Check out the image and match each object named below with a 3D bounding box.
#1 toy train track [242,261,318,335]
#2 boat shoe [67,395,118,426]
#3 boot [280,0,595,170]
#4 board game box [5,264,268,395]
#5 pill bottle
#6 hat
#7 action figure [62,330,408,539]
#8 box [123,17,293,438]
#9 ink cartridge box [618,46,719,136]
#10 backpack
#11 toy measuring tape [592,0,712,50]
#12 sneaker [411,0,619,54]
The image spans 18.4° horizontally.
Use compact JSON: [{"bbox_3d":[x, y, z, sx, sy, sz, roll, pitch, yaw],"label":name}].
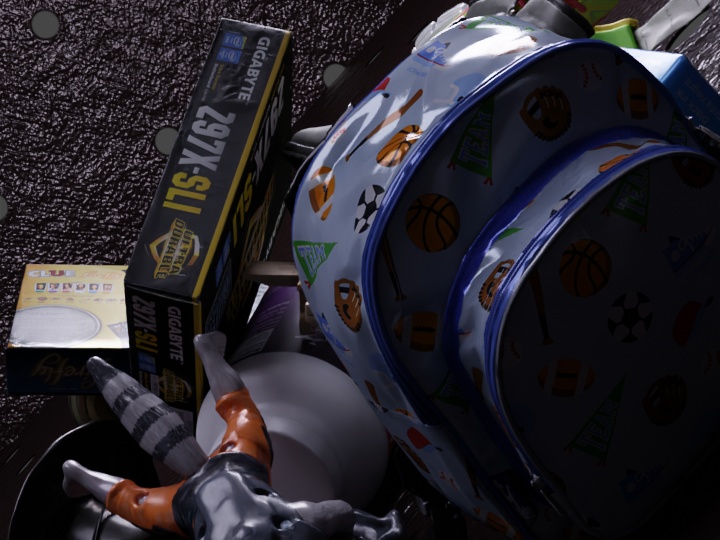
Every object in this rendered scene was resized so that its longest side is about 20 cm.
[{"bbox_3d":[0.000,0.000,1.291,0.114,0.033,0.200,2,20,11],"label":"toy train track"},{"bbox_3d":[-0.094,0.082,1.497,0.198,0.076,0.074,-10,7,-23],"label":"boat shoe"},{"bbox_3d":[0.048,-0.097,1.281,0.199,0.068,0.131,6,64,51],"label":"boot"},{"bbox_3d":[-0.126,0.038,1.458,0.136,0.198,0.035,-95,7,-67],"label":"board game box"},{"bbox_3d":[-0.028,0.077,1.290,0.112,0.112,0.200,-43,10,27],"label":"pill bottle"},{"bbox_3d":[-0.140,0.187,1.382,0.080,0.202,0.201,6,37,24],"label":"hat"},{"bbox_3d":[-0.089,0.139,1.121,0.199,0.105,0.193,-36,49,-11],"label":"action figure"},{"bbox_3d":[-0.086,-0.021,1.303,0.160,0.049,0.201,91,-167,-54],"label":"box"},{"bbox_3d":[0.095,-0.012,1.121,0.200,0.084,0.146,-47,18,-6],"label":"ink cartridge box"},{"bbox_3d":[0.071,0.001,0.886,0.200,0.191,0.154,-49,25,-14],"label":"backpack"},{"bbox_3d":[0.163,-0.152,1.500,0.200,0.073,0.074,-42,10,44],"label":"toy measuring tape"},{"bbox_3d":[0.096,-0.141,1.330,0.200,0.078,0.091,-46,15,40],"label":"sneaker"}]
